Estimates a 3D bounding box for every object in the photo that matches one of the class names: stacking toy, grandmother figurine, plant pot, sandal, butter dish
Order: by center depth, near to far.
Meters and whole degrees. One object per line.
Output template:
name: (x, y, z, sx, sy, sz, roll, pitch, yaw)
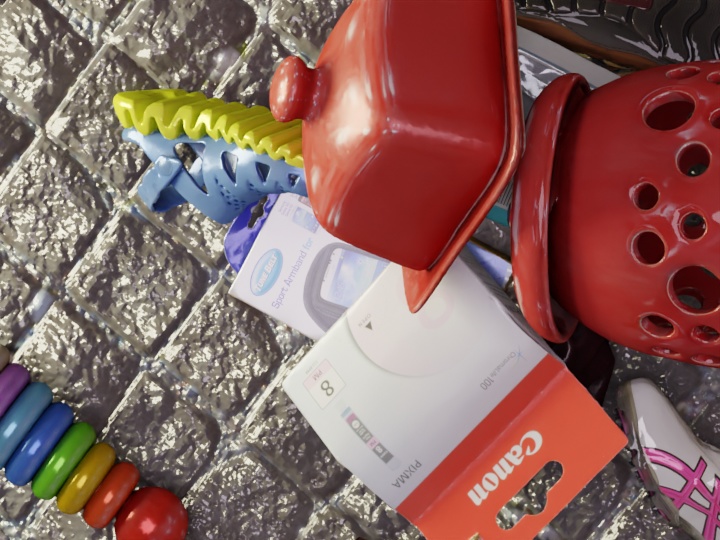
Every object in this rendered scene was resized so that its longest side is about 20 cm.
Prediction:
plant pot: (0.198, -0.041, 1.553, 0.182, 0.200, 0.201, 5, 94, 15)
butter dish: (0.013, -0.105, 1.556, 0.147, 0.200, 0.200, 10, 55, -18)
grandmother figurine: (0.132, 0.071, 1.685, 0.200, 0.121, 0.061, -40, 46, -1)
sandal: (-0.091, -0.073, 1.686, 0.200, 0.079, 0.087, 15, 108, 39)
stacking toy: (-0.213, 0.143, 1.737, 0.200, 0.085, 0.085, 37, 97, -2)

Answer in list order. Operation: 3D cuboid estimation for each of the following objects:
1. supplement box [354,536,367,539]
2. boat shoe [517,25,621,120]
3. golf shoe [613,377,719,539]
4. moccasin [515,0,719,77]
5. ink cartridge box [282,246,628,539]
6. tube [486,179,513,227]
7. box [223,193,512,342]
supplement box: (0.070, 0.277, 1.710, 0.199, 0.061, 0.109, 20, 95, 5)
boat shoe: (0.117, -0.120, 1.670, 0.200, 0.070, 0.072, 24, 76, 2)
golf shoe: (0.249, 0.154, 1.675, 0.092, 0.073, 0.200, -30, 97, 10)
moccasin: (0.187, -0.168, 1.668, 0.201, 0.078, 0.074, 10, 79, 11)
ink cartridge box: (0.060, 0.094, 1.631, 0.163, 0.057, 0.200, -47, 60, 16)
tube: (0.054, -0.083, 1.698, 0.199, 0.050, 0.078, 26, 65, 7)
box: (0.000, 0.000, 1.714, 0.200, 0.041, 0.119, 28, 97, 3)
